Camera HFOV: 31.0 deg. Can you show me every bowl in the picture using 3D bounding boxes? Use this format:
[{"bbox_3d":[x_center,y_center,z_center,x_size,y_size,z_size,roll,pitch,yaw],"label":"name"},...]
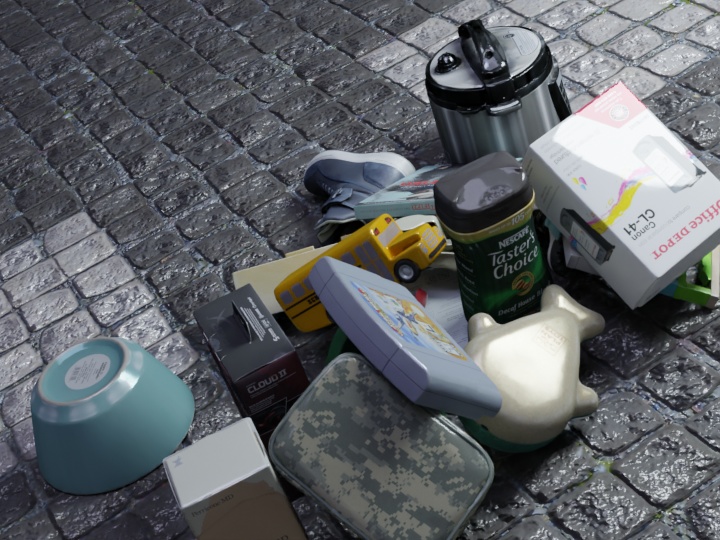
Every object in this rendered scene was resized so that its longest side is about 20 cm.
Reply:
[{"bbox_3d":[-0.307,0.155,1.531,0.200,0.105,0.201,-14,37,10],"label":"bowl"}]

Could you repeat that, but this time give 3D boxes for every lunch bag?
[{"bbox_3d":[0.019,0.182,1.226,0.200,0.168,0.140,36,79,10],"label":"lunch bag"}]

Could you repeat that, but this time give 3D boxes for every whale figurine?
[{"bbox_3d":[0.175,0.104,1.355,0.159,0.104,0.200,34,53,10],"label":"whale figurine"}]

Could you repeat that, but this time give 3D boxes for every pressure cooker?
[{"bbox_3d":[0.177,-0.228,1.713,0.175,0.200,0.179,14,47,40],"label":"pressure cooker"}]

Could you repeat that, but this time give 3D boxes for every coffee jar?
[{"bbox_3d":[0.145,-0.026,1.395,0.104,0.200,0.085,-27,39,-10],"label":"coffee jar"}]

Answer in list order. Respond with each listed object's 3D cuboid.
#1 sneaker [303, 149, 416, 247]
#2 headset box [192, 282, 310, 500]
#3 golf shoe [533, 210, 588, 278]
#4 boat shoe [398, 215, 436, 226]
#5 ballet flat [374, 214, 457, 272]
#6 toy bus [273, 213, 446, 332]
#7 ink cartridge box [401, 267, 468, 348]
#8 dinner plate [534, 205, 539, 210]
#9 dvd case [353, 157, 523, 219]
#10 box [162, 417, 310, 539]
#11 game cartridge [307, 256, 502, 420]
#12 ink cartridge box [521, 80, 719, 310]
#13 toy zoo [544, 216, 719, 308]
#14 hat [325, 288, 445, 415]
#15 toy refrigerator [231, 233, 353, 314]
[{"bbox_3d":[-0.035,-0.087,1.739,0.202,0.077,0.146,0,51,51],"label":"sneaker"},{"bbox_3d":[-0.100,0.121,1.389,0.075,0.200,0.149,-27,35,-10],"label":"headset box"},{"bbox_3d":[0.243,-0.051,1.567,0.094,0.078,0.200,-12,28,30],"label":"golf shoe"},{"bbox_3d":[0.111,-0.057,1.617,0.199,0.069,0.074,1,65,34],"label":"boat shoe"},{"bbox_3d":[0.102,-0.033,1.512,0.199,0.070,0.070,2,39,7],"label":"ballet flat"},{"bbox_3d":[0.000,0.000,1.486,0.200,0.078,0.065,-32,6,32],"label":"toy bus"},{"bbox_3d":[0.095,0.071,1.496,0.196,0.043,0.200,-20,39,0],"label":"ink cartridge box"},{"bbox_3d":[0.248,-0.119,1.552,0.199,0.024,0.200,-23,14,6],"label":"dinner plate"},{"bbox_3d":[0.101,-0.102,1.606,0.145,0.022,0.200,-2,18,32],"label":"dvd case"},{"bbox_3d":[-0.102,0.246,1.222,0.095,0.200,0.078,-27,35,-5],"label":"box"},{"bbox_3d":[0.036,0.060,1.226,0.042,0.133,0.200,-52,48,11],"label":"game cartridge"},{"bbox_3d":[0.289,-0.083,1.406,0.147,0.086,0.200,-36,72,-20],"label":"ink cartridge box"},{"bbox_3d":[0.306,-0.033,1.468,0.199,0.021,0.131,17,42,2],"label":"toy zoo"},{"bbox_3d":[0.075,0.111,1.404,0.165,0.201,0.176,-2,-7,38],"label":"hat"},{"bbox_3d":[-0.052,0.002,1.609,0.199,0.070,0.076,-15,0,8],"label":"toy refrigerator"}]
